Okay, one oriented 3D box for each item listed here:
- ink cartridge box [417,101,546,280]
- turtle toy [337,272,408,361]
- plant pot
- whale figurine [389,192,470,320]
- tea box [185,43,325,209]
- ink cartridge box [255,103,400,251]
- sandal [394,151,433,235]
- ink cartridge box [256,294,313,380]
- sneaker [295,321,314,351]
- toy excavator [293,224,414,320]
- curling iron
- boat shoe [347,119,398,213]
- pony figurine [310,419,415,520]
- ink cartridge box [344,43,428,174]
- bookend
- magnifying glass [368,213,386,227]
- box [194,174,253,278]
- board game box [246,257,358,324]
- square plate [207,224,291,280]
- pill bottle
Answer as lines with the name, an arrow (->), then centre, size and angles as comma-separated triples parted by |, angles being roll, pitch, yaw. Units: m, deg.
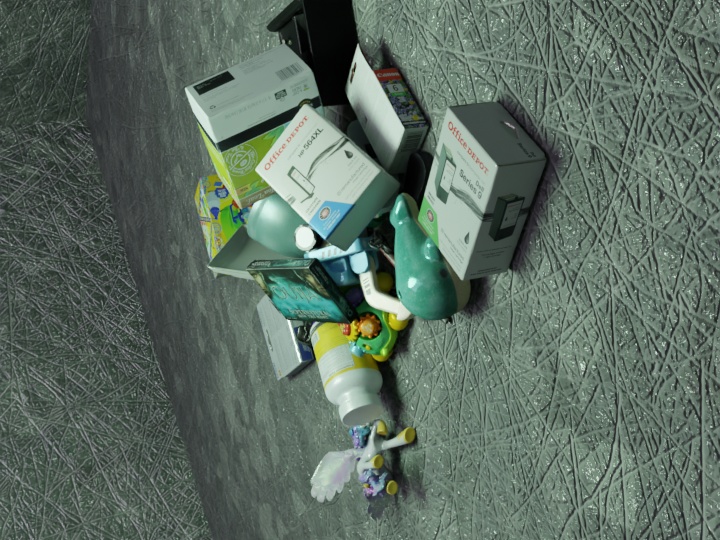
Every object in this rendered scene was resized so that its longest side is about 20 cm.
ink cartridge box -> 0.164, -0.112, 1.299 | 0.146, 0.083, 0.201 | 57, 147, 40
turtle toy -> 0.003, 0.072, 1.694 | 0.201, 0.100, 0.146 | 64, 151, 29
plant pot -> -0.100, -0.102, 1.774 | 0.134, 0.200, 0.201 | 38, 140, 17
whale figurine -> 0.087, -0.016, 1.441 | 0.201, 0.103, 0.159 | 62, 166, 9
tea box -> -0.171, -0.252, 1.631 | 0.134, 0.199, 0.198 | 51, 164, 46
ink cartridge box -> -0.057, -0.154, 1.531 | 0.200, 0.084, 0.146 | 43, 99, 28
sandal -> 0.078, -0.101, 1.534 | 0.076, 0.042, 0.202 | 47, 140, 49
ink cartridge box -> -0.178, 0.142, 2.182 | 0.200, 0.043, 0.198 | -43, 62, 64
sneaker -> -0.082, 0.143, 1.905 | 0.070, 0.099, 0.202 | 127, 129, -60
toy excavator -> 0.000, 0.000, 1.616 | 0.193, 0.100, 0.202 | -14, 87, 27
curling iron -> 0.078, 0.013, 1.541 | 0.026, 0.049, 0.200 | -43, 73, 15
boat shoe -> 0.015, -0.167, 1.608 | 0.068, 0.073, 0.200 | 96, 157, -53
pony figurine -> 0.016, 0.367, 1.762 | 0.200, 0.165, 0.195 | -13, 56, 68
ink cartridge box -> 0.040, -0.270, 1.545 | 0.109, 0.050, 0.201 | 112, 141, -51
bookend -> -0.084, -0.385, 1.712 | 0.200, 0.091, 0.201 | -5, 95, 66
magnifying glass -> -0.002, -0.160, 1.663 | 0.022, 0.079, 0.201 | -40, 49, 35
box -> -0.233, -0.107, 2.002 | 0.122, 0.198, 0.194 | 134, 121, -67
board game box -> -0.107, 0.036, 1.661 | 0.199, 0.028, 0.136 | -2, 132, 51
square plate -> -0.175, -0.026, 1.832 | 0.200, 0.196, 0.029 | -62, -21, -59
pill bottle -> -0.022, 0.184, 1.755 | 0.112, 0.111, 0.201 | 113, 146, -50
